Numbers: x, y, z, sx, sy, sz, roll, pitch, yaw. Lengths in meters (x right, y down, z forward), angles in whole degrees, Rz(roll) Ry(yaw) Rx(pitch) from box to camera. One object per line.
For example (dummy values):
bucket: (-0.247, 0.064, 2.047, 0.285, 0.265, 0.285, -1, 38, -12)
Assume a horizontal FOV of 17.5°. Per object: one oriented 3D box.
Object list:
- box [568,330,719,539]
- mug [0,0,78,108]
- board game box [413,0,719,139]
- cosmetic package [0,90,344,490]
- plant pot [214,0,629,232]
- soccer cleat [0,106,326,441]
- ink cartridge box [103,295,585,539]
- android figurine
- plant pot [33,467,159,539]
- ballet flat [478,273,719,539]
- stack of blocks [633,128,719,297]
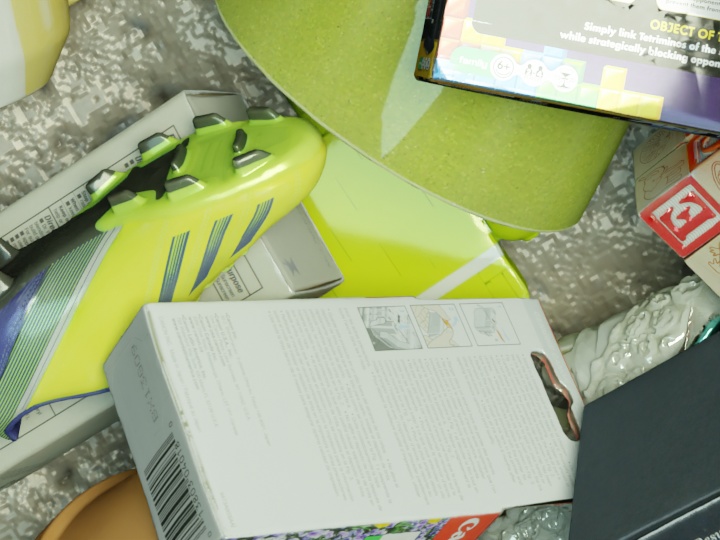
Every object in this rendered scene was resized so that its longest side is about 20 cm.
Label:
box: (0.203, 0.119, 0.955, 0.148, 0.107, 0.200, -31, 117, 29)
mug: (-0.179, -0.148, 1.024, 0.186, 0.149, 0.154, -12, 106, 10)
board game box: (0.132, -0.133, 0.872, 0.199, 0.057, 0.166, 11, 93, -6)
cosmetic package: (-0.121, 0.013, 1.050, 0.200, 0.073, 0.104, -30, 84, 17)
plant pot: (0.069, -0.151, 0.968, 0.187, 0.187, 0.200, 33, 112, -3)
soccer cleat: (-0.092, 0.002, 0.979, 0.200, 0.065, 0.084, -30, 114, 14)
ink cartridge box: (0.003, 0.068, 0.973, 0.050, 0.199, 0.109, -52, 50, 43)
android figurine: (0.000, 0.000, 1.089, 0.182, 0.041, 0.200, -32, 95, 6)
plant pot: (-0.046, 0.151, 1.010, 0.200, 0.200, 0.140, 33, 135, -3)
ballet flat: (0.100, 0.071, 1.053, 0.072, 0.072, 0.200, 23, 125, -2)
stack of blocks: (0.222, -0.006, 0.976, 0.115, 0.059, 0.200, -40, 110, 23)
